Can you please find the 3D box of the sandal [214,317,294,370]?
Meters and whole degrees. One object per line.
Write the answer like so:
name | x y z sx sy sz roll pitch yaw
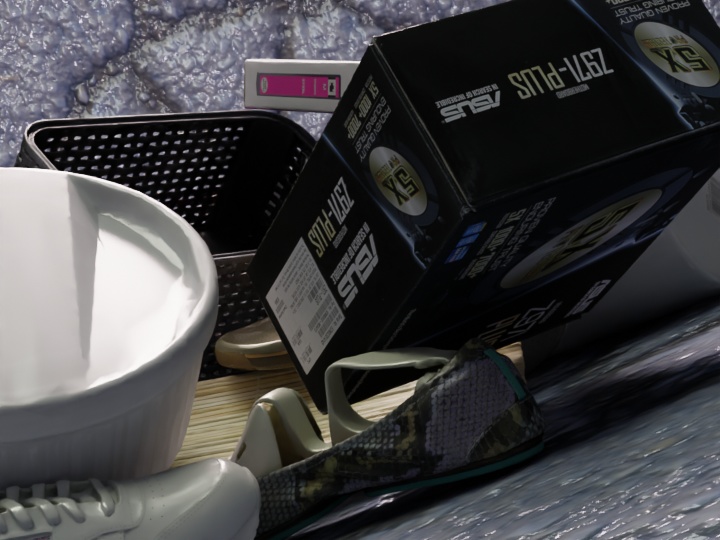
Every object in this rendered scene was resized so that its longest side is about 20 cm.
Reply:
sandal | 0.000 0.000 0.978 0.200 0.054 0.080 -28 15 -30

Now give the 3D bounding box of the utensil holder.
utensil holder | 0.117 -0.034 1.111 0.200 0.170 0.170 -23 1 34

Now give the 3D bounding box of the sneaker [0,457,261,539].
sneaker | -0.135 0.119 0.736 0.200 0.081 0.076 -27 13 -15

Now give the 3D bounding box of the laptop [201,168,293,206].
laptop | 0.019 -0.006 1.260 0.200 0.178 0.103 -25 15 -32

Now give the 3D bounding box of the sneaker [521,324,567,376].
sneaker | 0.035 0.068 0.976 0.200 0.077 0.082 -26 27 -17

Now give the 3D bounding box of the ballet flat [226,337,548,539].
ballet flat | -0.010 0.077 0.805 0.200 0.072 0.072 -25 0 32

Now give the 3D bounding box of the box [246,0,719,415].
box | 0.059 -0.033 0.825 0.164 0.086 0.200 -19 -21 -29

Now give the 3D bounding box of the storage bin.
storage bin | -0.096 -0.014 1.043 0.200 0.135 0.094 -7 -49 -43

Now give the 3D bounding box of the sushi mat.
sushi mat | -0.014 0.067 0.913 0.200 0.012 0.096 -11 29 5

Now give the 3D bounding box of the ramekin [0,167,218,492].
ramekin | -0.165 0.041 0.830 0.202 0.094 0.202 2 33 -1

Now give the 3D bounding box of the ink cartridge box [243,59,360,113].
ink cartridge box | 0.015 -0.109 1.081 0.095 0.037 0.200 -2 5 -30
